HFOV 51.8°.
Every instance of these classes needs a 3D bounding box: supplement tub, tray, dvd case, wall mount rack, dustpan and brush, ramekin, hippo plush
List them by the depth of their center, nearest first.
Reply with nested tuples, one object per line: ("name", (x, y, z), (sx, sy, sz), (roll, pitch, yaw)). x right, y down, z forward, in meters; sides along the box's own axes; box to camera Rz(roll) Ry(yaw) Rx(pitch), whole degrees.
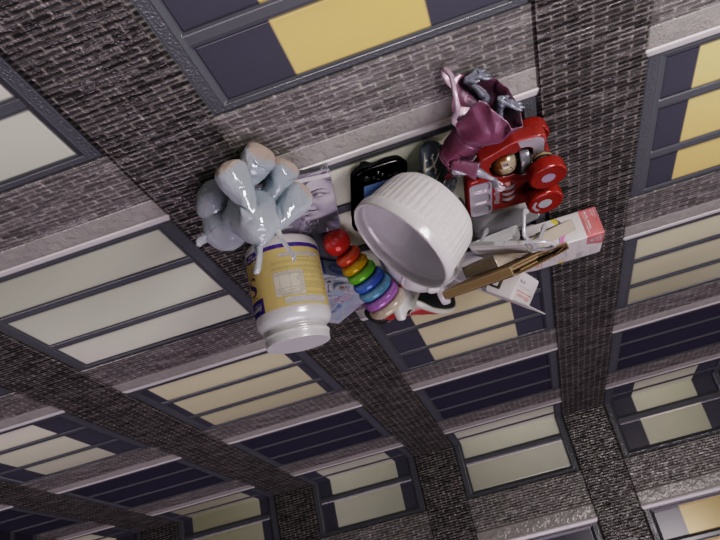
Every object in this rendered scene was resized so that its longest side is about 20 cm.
("hippo plush", (-0.180, -0.094, 1.210), (0.159, 0.201, 0.160), (-20, -178, -41))
("ramekin", (0.096, -0.075, 1.264), (0.105, 0.200, 0.200), (-49, 160, -20))
("dvd case", (-0.118, -0.115, 1.342), (0.148, 0.016, 0.200), (-12, 152, -1))
("wall mount rack", (0.265, -0.066, 1.363), (0.199, 0.075, 0.174), (-2, 169, 25))
("supplement tub", (-0.136, 0.045, 1.414), (0.145, 0.201, 0.145), (-11, 162, -4))
("dustpan and brush", (0.269, -0.133, 1.452), (0.139, 0.057, 0.200), (-24, 158, 11))
("tray", (0.288, -0.053, 1.564), (0.107, 0.022, 0.200), (-21, 169, 12))

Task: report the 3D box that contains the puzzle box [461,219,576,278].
("puzzle box", (0.311, -0.042, 1.464), (0.199, 0.026, 0.133), (-24, 179, -22))

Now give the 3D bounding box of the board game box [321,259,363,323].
("board game box", (-0.078, 0.049, 1.635), (0.198, 0.044, 0.200), (10, 144, -36))

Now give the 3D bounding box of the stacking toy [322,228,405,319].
("stacking toy", (0.000, 0.000, 1.461), (0.085, 0.085, 0.200), (-30, 110, 29))

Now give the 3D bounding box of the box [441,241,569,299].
("box", (0.273, 0.001, 1.411), (0.163, 0.021, 0.200), (-23, 178, -35))

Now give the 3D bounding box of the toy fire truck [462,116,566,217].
("toy fire truck", (0.260, -0.170, 1.298), (0.167, 0.113, 0.200), (-16, 151, 3))

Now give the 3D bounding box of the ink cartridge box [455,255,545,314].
("ink cartridge box", (0.302, 0.024, 1.592), (0.199, 0.068, 0.116), (22, -179, 33))

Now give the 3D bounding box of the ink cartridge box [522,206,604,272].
("ink cartridge box", (0.419, -0.061, 1.617), (0.199, 0.068, 0.117), (-17, 158, 5))

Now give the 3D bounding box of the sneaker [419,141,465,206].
("sneaker", (0.123, -0.147, 1.323), (0.078, 0.086, 0.200), (-46, 140, -25))

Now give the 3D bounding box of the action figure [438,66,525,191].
("action figure", (0.169, -0.206, 1.171), (0.148, 0.134, 0.200), (1, 147, -24))

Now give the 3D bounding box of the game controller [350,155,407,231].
("game controller", (0.032, -0.136, 1.341), (0.104, 0.042, 0.200), (-11, 153, -5))

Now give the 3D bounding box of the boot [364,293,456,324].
("boot", (0.116, 0.088, 1.772), (0.199, 0.073, 0.144), (7, 147, -20))

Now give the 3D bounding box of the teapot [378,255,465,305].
("teapot", (0.132, -0.019, 1.491), (0.199, 0.147, 0.197), (1, 150, -28))

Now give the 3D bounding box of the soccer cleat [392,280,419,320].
("soccer cleat", (0.096, 0.057, 1.619), (0.069, 0.078, 0.200), (-9, -173, 18))
